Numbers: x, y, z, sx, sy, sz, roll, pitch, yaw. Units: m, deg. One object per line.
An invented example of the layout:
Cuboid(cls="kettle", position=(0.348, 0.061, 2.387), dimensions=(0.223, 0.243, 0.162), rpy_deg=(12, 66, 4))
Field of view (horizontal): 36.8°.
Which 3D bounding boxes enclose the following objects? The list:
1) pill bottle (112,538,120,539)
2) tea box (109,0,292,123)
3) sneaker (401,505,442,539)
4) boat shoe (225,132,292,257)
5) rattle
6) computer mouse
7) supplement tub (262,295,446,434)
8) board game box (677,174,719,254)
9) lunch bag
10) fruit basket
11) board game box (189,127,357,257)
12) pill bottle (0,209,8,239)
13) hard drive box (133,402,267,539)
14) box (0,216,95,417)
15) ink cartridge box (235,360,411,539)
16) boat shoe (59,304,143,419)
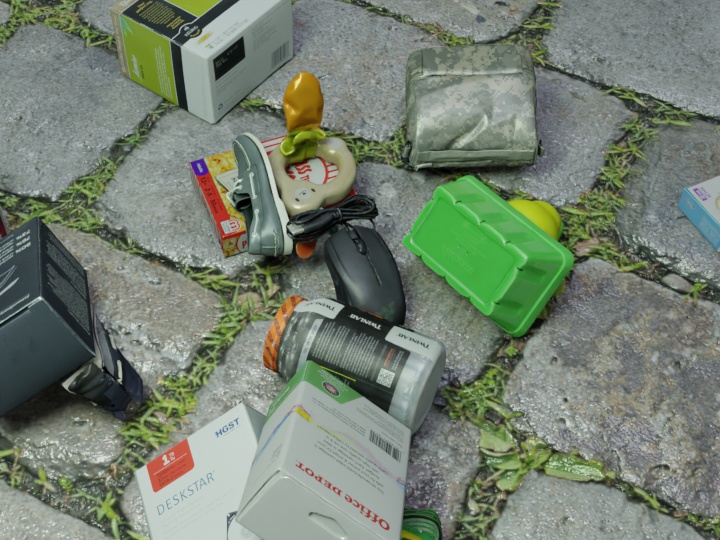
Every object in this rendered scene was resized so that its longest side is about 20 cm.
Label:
Cuboid(cls="pill bottle", position=(-0.333, 0.341, 1.100), dimensions=(0.199, 0.111, 0.111), rpy_deg=(-14, 53, -13))
Cuboid(cls="tea box", position=(-0.240, -0.364, 1.660), dimensions=(0.196, 0.134, 0.200), rpy_deg=(31, 56, 21))
Cuboid(cls="sneaker", position=(-0.006, 0.284, 1.192), dimensions=(0.199, 0.078, 0.085), rpy_deg=(12, 28, 12))
Cuboid(cls="boat shoe", position=(-0.145, -0.102, 1.431), dimensions=(0.061, 0.073, 0.201), rpy_deg=(-13, 59, -16))
Cuboid(cls="rattle", position=(-0.060, -0.137, 1.424), dimensions=(0.130, 0.143, 0.201), rpy_deg=(18, 45, -12))
Cuboid(cls="computer mouse", position=(0.000, 0.000, 1.371), dimensions=(0.138, 0.053, 0.201), rpy_deg=(-18, 81, -29))
Cuboid(cls="supplement tub", position=(-0.008, 0.109, 1.291), dimensions=(0.199, 0.123, 0.123), rpy_deg=(21, 53, 14))
Cuboid(cls="board game box", position=(0.574, -0.084, 1.516), dimensions=(0.199, 0.040, 0.153), rpy_deg=(-20, 54, -17))
Cuboid(cls="lunch bag", position=(0.156, -0.221, 1.552), dimensions=(0.199, 0.140, 0.168), rpy_deg=(0, 50, -1))
Cuboid(cls="fruit basket", position=(0.183, -0.028, 1.422), dimensions=(0.215, 0.156, 0.216), rpy_deg=(31, 16, -10))
Cuboid(cls="board game box", position=(-0.122, -0.113, 1.515), dimensions=(0.199, 0.046, 0.152), rpy_deg=(-18, 54, -16))
Cuboid(cls="pill bottle", position=(-0.507, -0.059, 1.361), dimensions=(0.109, 0.201, 0.110), rpy_deg=(1, 51, -1))
Cuboid(cls="hard drive box", position=(-0.139, 0.270, 1.145), dimensions=(0.155, 0.077, 0.201), rpy_deg=(-34, 52, 11))
Cuboid(cls="box", position=(-0.405, 0.053, 1.272), dimensions=(0.148, 0.104, 0.200), rpy_deg=(-32, 35, 4))
Cuboid(cls="ink cartridge box", position=(-0.032, 0.206, 1.099), dimensions=(0.145, 0.084, 0.200), rpy_deg=(36, 25, -11))
Cuboid(cls="boat shoe", position=(-0.324, 0.109, 1.324), dimensions=(0.075, 0.093, 0.200), rpy_deg=(-43, 32, 6))
